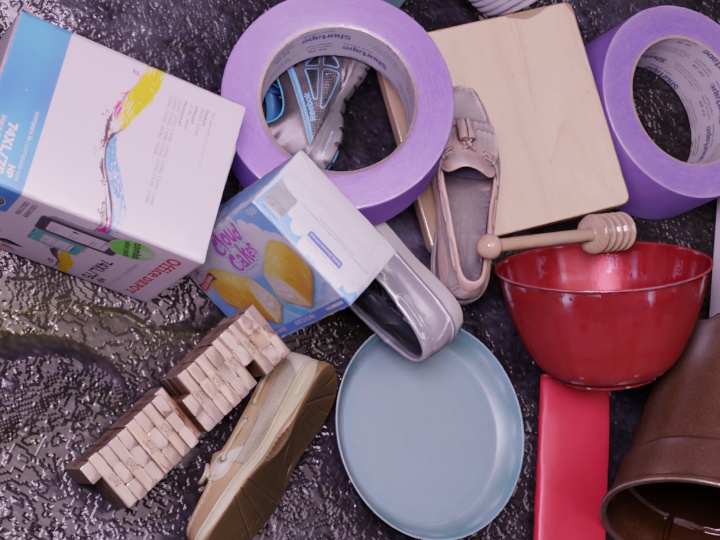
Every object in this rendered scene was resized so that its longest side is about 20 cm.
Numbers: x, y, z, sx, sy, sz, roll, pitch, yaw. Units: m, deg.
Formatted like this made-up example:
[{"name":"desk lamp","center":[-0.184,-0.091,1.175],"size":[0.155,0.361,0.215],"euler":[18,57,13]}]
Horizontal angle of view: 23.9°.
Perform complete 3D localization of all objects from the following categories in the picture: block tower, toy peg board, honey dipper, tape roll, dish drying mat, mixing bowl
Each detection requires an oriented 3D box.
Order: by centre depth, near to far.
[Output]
[{"name":"block tower","center":[-0.150,0.116,1.413],"size":[0.200,0.054,0.058],"euler":[-43,100,-23]},{"name":"tape roll","center":[-0.021,-0.138,1.474],"size":[0.199,0.066,0.201],"euler":[1,75,-4]},{"name":"honey dipper","center":[0.175,-0.030,1.535],"size":[0.200,0.038,0.038],"euler":[-5,78,-44]},{"name":"mixing bowl","center":[0.226,0.045,1.572],"size":[0.200,0.200,0.109],"euler":[-12,105,-29]},{"name":"dish drying mat","center":[0.197,0.200,1.598],"size":[0.077,0.018,0.201],"euler":[12,72,-25]},{"name":"toy peg board","center":[0.122,-0.127,1.617],"size":[0.199,0.098,0.201],"euler":[-14,83,-13]},{"name":"tape roll","center":[0.303,-0.157,1.708],"size":[0.199,0.085,0.201],"euler":[8,73,-26]}]

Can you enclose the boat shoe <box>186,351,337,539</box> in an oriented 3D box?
[{"name":"boat shoe","center":[-0.093,0.154,1.442],"size":[0.063,0.073,0.201],"euler":[19,65,27]}]

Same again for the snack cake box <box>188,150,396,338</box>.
[{"name":"snack cake box","center":[-0.068,-0.014,1.414],"size":[0.115,0.200,0.067],"euler":[46,63,-9]}]

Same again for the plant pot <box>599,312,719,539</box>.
[{"name":"plant pot","center":[0.342,0.162,1.592],"size":[0.200,0.200,0.199],"euler":[31,56,-17]}]

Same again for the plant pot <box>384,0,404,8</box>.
[{"name":"plant pot","center":[0.000,-0.339,1.543],"size":[0.141,0.141,0.201],"euler":[8,59,-25]}]

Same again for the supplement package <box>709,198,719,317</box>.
[{"name":"supplement package","center":[0.436,-0.011,1.715],"size":[0.121,0.120,0.201],"euler":[17,70,-24]}]

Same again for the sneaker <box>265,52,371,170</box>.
[{"name":"sneaker","center":[-0.040,-0.179,1.547],"size":[0.082,0.073,0.201],"euler":[25,65,-14]}]

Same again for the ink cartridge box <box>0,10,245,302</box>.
[{"name":"ink cartridge box","center":[-0.222,-0.086,1.387],"size":[0.199,0.147,0.146],"euler":[21,67,-20]}]

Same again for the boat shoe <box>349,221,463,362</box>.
[{"name":"boat shoe","center":[0.000,0.001,1.498],"size":[0.201,0.070,0.072],"euler":[42,47,5]}]

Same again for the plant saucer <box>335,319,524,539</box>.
[{"name":"plant saucer","center":[0.059,0.143,1.530],"size":[0.200,0.027,0.201],"euler":[9,72,-30]}]

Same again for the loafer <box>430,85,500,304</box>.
[{"name":"loafer","center":[0.097,-0.072,1.520],"size":[0.072,0.063,0.201],"euler":[1,80,-10]}]

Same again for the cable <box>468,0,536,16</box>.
[{"name":"cable","center":[0.173,-0.329,1.623],"size":[0.069,0.200,0.200],"euler":[44,39,-16]}]
